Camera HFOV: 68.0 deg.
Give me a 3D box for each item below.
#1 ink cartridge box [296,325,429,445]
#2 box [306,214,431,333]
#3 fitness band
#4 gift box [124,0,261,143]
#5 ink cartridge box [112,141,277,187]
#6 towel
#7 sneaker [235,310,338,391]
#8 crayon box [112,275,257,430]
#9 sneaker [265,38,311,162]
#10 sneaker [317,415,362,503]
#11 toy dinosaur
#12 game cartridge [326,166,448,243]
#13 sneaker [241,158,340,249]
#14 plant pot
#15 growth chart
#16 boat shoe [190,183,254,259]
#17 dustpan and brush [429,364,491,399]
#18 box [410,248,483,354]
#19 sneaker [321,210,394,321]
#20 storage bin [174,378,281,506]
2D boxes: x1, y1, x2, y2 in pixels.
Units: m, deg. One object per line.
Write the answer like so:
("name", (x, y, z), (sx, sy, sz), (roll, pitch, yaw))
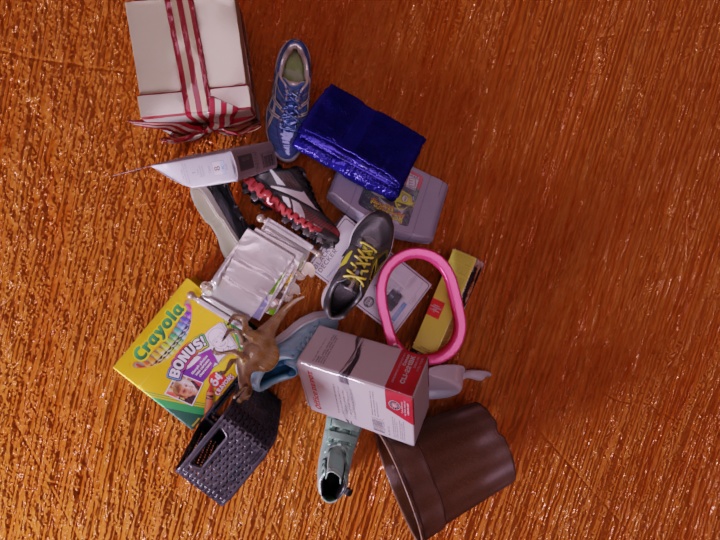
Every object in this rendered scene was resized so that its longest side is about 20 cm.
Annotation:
("ink cartridge box", (0.008, 0.188, 0.881), (0.198, 0.084, 0.145), (13, 137, 20))
("box", (0.013, 0.007, 0.948), (0.199, 0.060, 0.117), (39, 91, -9))
("fitness band", (0.101, 0.061, 0.901), (0.142, 0.037, 0.203), (-14, 93, 4))
("gift box", (-0.256, -0.298, 0.820), (0.182, 0.200, 0.190), (-7, 99, 0))
("ink cartridge box", (-0.249, -0.156, 0.829), (0.197, 0.160, 0.048), (-8, 107, 15))
("towel", (0.003, -0.219, 0.894), (0.198, 0.050, 0.149), (28, 66, -5))
("sneaker", (-0.110, 0.146, 0.917), (0.199, 0.082, 0.075), (-32, 134, -20))
("crayon box", (-0.293, 0.141, 0.932), (0.172, 0.058, 0.201), (40, 90, -9))
("sneaker", (-0.122, -0.283, 0.891), (0.075, 0.077, 0.203), (2, 102, -8))
("sneaker", (-0.031, 0.307, 0.949), (0.073, 0.118, 0.203), (12, 94, -5))
("toy dinosaur", (-0.173, 0.116, 0.868), (0.100, 0.058, 0.202), (27, 63, -3))
("game cartridge", (0.048, -0.129, 0.922), (0.198, 0.041, 0.135), (23, 70, -8))
("sneaker", (-0.103, -0.118, 0.895), (0.200, 0.071, 0.098), (36, 83, 16))
("plant pot", (0.152, 0.343, 0.944), (0.196, 0.200, 0.203), (-19, 98, -11))
("growth chart", (-0.168, 0.011, 0.883), (0.144, 0.018, 0.200), (40, 93, -20))
("boat shoe", (-0.212, -0.069, 0.912), (0.066, 0.074, 0.201), (-43, 114, -35))
("dustpan and brush", (0.160, 0.198, 0.972), (0.198, 0.140, 0.058), (14, 58, -22))
("box", (0.155, 0.066, 0.958), (0.050, 0.075, 0.202), (25, 95, 24))
("sneaker", (0.000, 0.000, 0.865), (0.074, 0.085, 0.202), (25, 103, -8))
("storage bin", (-0.209, 0.268, 0.883), (0.094, 0.200, 0.136), (40, 91, -9))
